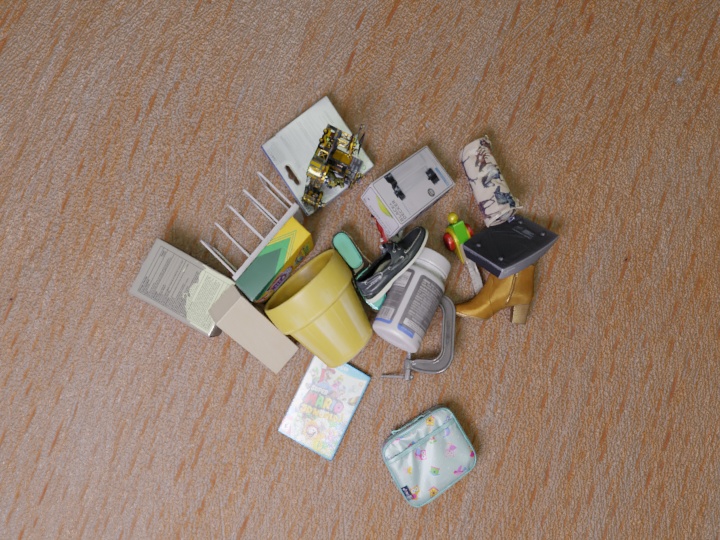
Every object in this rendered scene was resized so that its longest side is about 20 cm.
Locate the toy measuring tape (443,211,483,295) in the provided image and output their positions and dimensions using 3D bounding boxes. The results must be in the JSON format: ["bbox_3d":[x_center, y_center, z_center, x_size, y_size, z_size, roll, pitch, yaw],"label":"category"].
[{"bbox_3d":[0.238,-0.042,1.222,0.072,0.074,0.206,-25,109,-6],"label":"toy measuring tape"}]

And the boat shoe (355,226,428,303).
[{"bbox_3d":[0.064,-0.027,1.123,0.200,0.075,0.066,-47,114,1],"label":"boat shoe"}]

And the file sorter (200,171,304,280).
[{"bbox_3d":[-0.234,-0.088,1.148,0.124,0.139,0.202,40,84,3],"label":"file sorter"}]

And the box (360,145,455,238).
[{"bbox_3d":[0.108,-0.177,1.176,0.198,0.060,0.118,-36,88,-30],"label":"box"}]

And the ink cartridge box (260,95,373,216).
[{"bbox_3d":[-0.099,-0.261,1.218,0.197,0.041,0.203,-36,89,-5],"label":"ink cartridge box"}]

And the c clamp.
[{"bbox_3d":[0.133,0.149,1.179,0.165,0.027,0.208,3,75,30],"label":"c clamp"}]

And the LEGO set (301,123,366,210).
[{"bbox_3d":[-0.046,-0.204,1.113,0.112,0.201,0.158,23,64,-3],"label":"LEGO set"}]

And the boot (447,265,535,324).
[{"bbox_3d":[0.295,0.039,1.194,0.193,0.071,0.151,5,91,0],"label":"boot"}]

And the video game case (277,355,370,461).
[{"bbox_3d":[-0.080,0.299,1.184,0.140,0.018,0.205,27,84,0],"label":"video game case"}]

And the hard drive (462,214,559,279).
[{"bbox_3d":[0.332,-0.054,1.169,0.196,0.044,0.134,-26,43,-29],"label":"hard drive"}]

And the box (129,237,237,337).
[{"bbox_3d":[-0.371,0.040,1.142,0.195,0.109,0.131,29,84,0],"label":"box"}]

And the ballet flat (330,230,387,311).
[{"bbox_3d":[0.000,0.000,1.191,0.069,0.065,0.204,-30,90,-4],"label":"ballet flat"}]

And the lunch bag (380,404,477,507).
[{"bbox_3d":[0.144,0.403,1.160,0.196,0.077,0.164,-31,88,-5],"label":"lunch bag"}]

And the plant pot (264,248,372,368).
[{"bbox_3d":[-0.076,0.093,1.124,0.199,0.200,0.191,-38,104,-6],"label":"plant pot"}]

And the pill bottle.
[{"bbox_3d":[0.115,0.060,1.138,0.111,0.114,0.205,29,75,-1],"label":"pill bottle"}]

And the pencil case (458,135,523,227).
[{"bbox_3d":[0.292,-0.205,1.199,0.087,0.078,0.207,-21,73,7],"label":"pencil case"}]

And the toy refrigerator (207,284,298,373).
[{"bbox_3d":[-0.224,0.125,1.113,0.076,0.070,0.201,-46,129,-7],"label":"toy refrigerator"}]

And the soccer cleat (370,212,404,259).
[{"bbox_3d":[0.077,-0.088,1.203,0.082,0.069,0.208,-15,83,-5],"label":"soccer cleat"}]

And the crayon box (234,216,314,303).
[{"bbox_3d":[-0.174,-0.015,1.113,0.058,0.200,0.173,42,84,1],"label":"crayon box"}]
